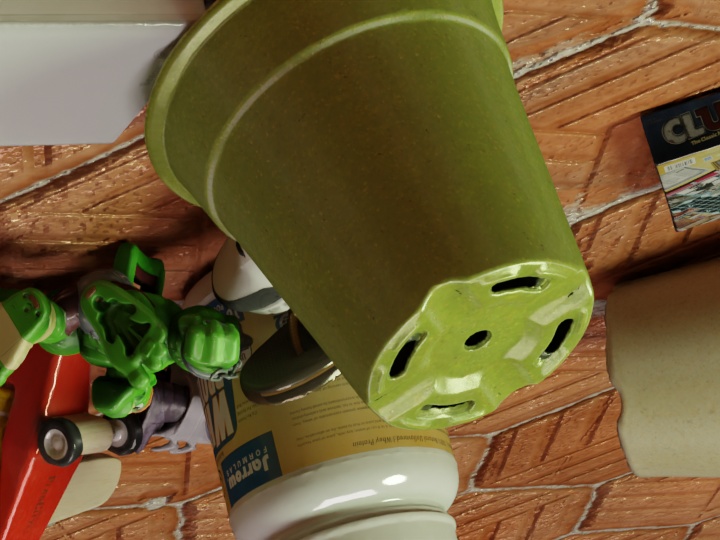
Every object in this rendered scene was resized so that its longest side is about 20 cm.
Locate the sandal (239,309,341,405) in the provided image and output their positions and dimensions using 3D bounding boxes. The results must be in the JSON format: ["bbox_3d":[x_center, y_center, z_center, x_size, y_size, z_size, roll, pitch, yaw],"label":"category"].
[{"bbox_3d":[0.000,0.000,1.745,0.200,0.055,0.082,-42,-157,-9],"label":"sandal"}]

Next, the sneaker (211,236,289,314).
[{"bbox_3d":[-0.043,-0.042,1.673,0.080,0.074,0.200,9,146,-27],"label":"sneaker"}]

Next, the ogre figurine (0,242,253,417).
[{"bbox_3d":[-0.145,0.034,1.734,0.199,0.099,0.120,-14,173,22],"label":"ogre figurine"}]

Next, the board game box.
[{"bbox_3d":[0.275,-0.087,1.815,0.199,0.035,0.136,-17,160,6],"label":"board game box"}]

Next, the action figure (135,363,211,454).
[{"bbox_3d":[-0.052,0.093,1.967,0.199,0.130,0.070,4,117,-13],"label":"action figure"}]

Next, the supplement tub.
[{"bbox_3d":[-0.022,0.094,1.840,0.144,0.201,0.145,-13,160,-5],"label":"supplement tub"}]

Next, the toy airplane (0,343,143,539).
[{"bbox_3d":[-0.239,0.137,1.894,0.199,0.141,0.200,-42,153,-19],"label":"toy airplane"}]

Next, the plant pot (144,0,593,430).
[{"bbox_3d":[0.019,-0.030,1.466,0.199,0.191,0.201,-19,146,-14],"label":"plant pot"}]

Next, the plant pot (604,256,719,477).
[{"bbox_3d":[0.266,0.065,2.028,0.182,0.202,0.200,-8,163,13],"label":"plant pot"}]

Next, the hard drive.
[{"bbox_3d":[-0.190,-0.097,1.456,0.199,0.026,0.132,-3,157,-30],"label":"hard drive"}]
